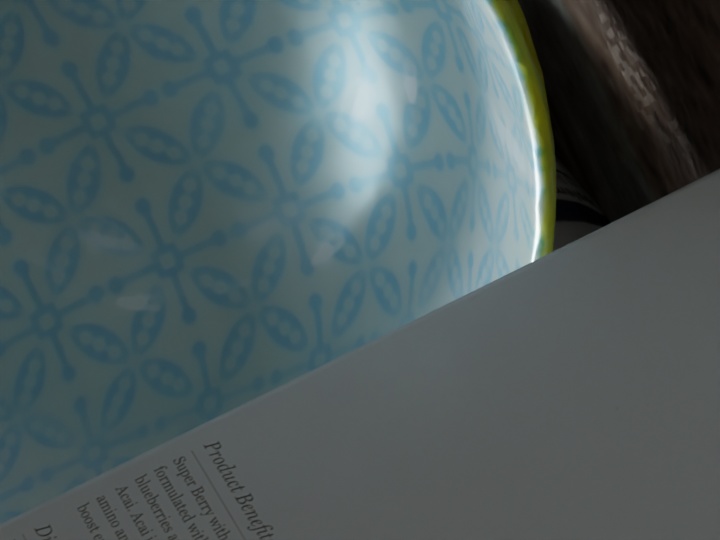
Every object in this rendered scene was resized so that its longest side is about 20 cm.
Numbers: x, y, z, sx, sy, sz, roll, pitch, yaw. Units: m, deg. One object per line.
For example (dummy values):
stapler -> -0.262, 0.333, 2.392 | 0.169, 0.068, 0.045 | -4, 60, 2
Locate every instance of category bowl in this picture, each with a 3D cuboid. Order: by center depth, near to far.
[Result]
bowl -> -0.052, -0.038, 0.652 | 0.108, 0.199, 0.201 | -71, -38, -62

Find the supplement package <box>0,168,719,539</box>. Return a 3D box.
supplement package -> 0.030, 0.091, 0.579 | 0.121, 0.199, 0.120 | 55, 167, 44

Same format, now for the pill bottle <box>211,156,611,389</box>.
pill bottle -> 0.006, 0.013, 0.750 | 0.200, 0.119, 0.120 | 53, 166, 31
